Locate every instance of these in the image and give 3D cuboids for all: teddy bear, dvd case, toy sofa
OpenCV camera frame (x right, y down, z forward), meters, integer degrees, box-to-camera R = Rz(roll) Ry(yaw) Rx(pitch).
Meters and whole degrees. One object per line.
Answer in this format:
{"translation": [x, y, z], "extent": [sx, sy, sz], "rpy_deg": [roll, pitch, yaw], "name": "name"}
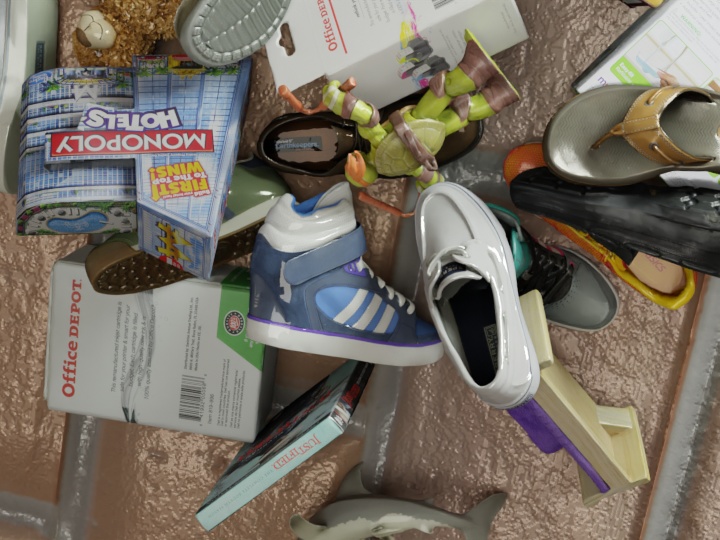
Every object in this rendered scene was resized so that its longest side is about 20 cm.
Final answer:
{"translation": [-0.190, -0.254, 0.974], "extent": [0.200, 0.067, 0.145], "rpy_deg": [-38, 93, 13], "name": "teddy bear"}
{"translation": [-0.058, 0.141, 0.972], "extent": [0.146, 0.200, 0.022], "rpy_deg": [-38, 95, 14], "name": "dvd case"}
{"translation": [0.158, 0.117, 0.952], "extent": [0.098, 0.083, 0.200], "rpy_deg": [-26, 128, 22], "name": "toy sofa"}

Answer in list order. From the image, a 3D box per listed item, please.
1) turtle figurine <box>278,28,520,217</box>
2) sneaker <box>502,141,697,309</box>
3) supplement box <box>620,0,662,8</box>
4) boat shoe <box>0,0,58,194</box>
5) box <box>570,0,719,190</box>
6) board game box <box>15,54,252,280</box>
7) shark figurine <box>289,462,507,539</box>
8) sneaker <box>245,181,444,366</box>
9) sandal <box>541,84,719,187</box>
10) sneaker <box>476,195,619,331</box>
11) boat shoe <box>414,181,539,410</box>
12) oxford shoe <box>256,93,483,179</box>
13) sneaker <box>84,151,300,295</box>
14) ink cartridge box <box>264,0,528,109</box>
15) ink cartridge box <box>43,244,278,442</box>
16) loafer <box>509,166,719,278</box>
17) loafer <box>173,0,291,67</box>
{"translation": [0.039, -0.117, 0.885], "extent": [0.161, 0.064, 0.200], "rpy_deg": [-37, 136, 12], "name": "turtle figurine"}
{"translation": [0.210, -0.044, 0.959], "extent": [0.200, 0.077, 0.073], "rpy_deg": [35, 106, 1], "name": "sneaker"}
{"translation": [0.239, -0.315, 0.870], "extent": [0.103, 0.131, 0.200], "rpy_deg": [33, 105, -2], "name": "supplement box"}
{"translation": [-0.323, -0.172, 1.015], "extent": [0.071, 0.070, 0.201], "rpy_deg": [12, 100, 17], "name": "boat shoe"}
{"translation": [0.305, -0.142, 0.914], "extent": [0.200, 0.097, 0.176], "rpy_deg": [44, 104, -3], "name": "box"}
{"translation": [-0.181, -0.087, 0.917], "extent": [0.200, 0.200, 0.062], "rpy_deg": [-2, 144, -11], "name": "board game box"}
{"translation": [0.020, 0.220, 1.046], "extent": [0.214, 0.090, 0.128], "rpy_deg": [-14, 134, 18], "name": "shark figurine"}
{"translation": [0.000, 0.000, 0.972], "extent": [0.200, 0.081, 0.147], "rpy_deg": [9, 95, -29], "name": "sneaker"}
{"translation": [0.239, -0.103, 0.845], "extent": [0.200, 0.055, 0.082], "rpy_deg": [5, 83, 7], "name": "sandal"}
{"translation": [0.137, -0.002, 0.954], "extent": [0.200, 0.121, 0.084], "rpy_deg": [30, 104, 0], "name": "sneaker"}
{"translation": [0.084, 0.009, 0.865], "extent": [0.074, 0.065, 0.200], "rpy_deg": [-31, 60, 18], "name": "boat shoe"}
{"translation": [0.007, -0.110, 0.969], "extent": [0.200, 0.084, 0.073], "rpy_deg": [-8, 99, 8], "name": "oxford shoe"}
{"translation": [-0.154, -0.048, 0.974], "extent": [0.200, 0.067, 0.090], "rpy_deg": [-20, 62, -24], "name": "sneaker"}
{"translation": [0.023, -0.207, 0.926], "extent": [0.200, 0.068, 0.115], "rpy_deg": [-23, 55, 12], "name": "ink cartridge box"}
{"translation": [-0.180, 0.064, 1.032], "extent": [0.200, 0.083, 0.147], "rpy_deg": [9, 104, 5], "name": "ink cartridge box"}
{"translation": [0.213, -0.037, 0.894], "extent": [0.200, 0.068, 0.070], "rpy_deg": [15, 122, 26], "name": "loafer"}
{"translation": [-0.092, -0.250, 0.926], "extent": [0.070, 0.075, 0.200], "rpy_deg": [17, 63, 38], "name": "loafer"}
